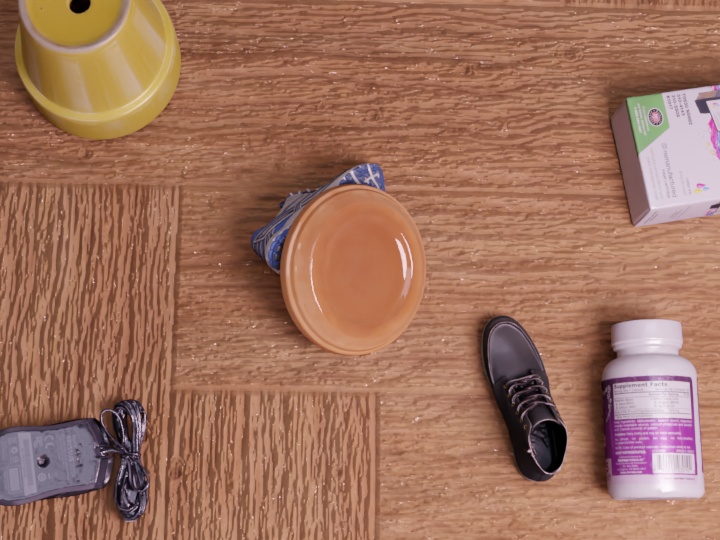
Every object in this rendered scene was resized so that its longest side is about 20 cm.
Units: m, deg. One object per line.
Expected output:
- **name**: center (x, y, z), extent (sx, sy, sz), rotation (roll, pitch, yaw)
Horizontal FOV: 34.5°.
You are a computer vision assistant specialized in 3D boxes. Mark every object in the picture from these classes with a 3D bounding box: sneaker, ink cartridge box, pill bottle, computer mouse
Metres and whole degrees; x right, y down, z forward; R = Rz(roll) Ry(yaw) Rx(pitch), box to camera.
- **sneaker**: center (-0.054, -0.075, 1.403), extent (0.199, 0.078, 0.085), rotation (-37, 38, -29)
- **ink cartridge box**: center (0.427, -0.147, 1.436), extent (0.197, 0.084, 0.147), rotation (-9, 78, -5)
- **pill bottle**: center (0.337, 0.163, 1.350), extent (0.110, 0.112, 0.203), rotation (0, 77, -2)
- **computer mouse**: center (-0.346, 0.226, 1.342), extent (0.197, 0.053, 0.141), rotation (-2, 78, -14)
- **sneaker**: center (0.198, 0.142, 1.351), extent (0.074, 0.106, 0.203), rotation (-16, 79, -6)

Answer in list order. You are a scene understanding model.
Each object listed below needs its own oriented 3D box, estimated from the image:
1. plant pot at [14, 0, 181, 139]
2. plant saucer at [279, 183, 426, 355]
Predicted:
- **plant pot**: center (-0.321, -0.281, 1.382), extent (0.198, 0.189, 0.204), rotation (1, 78, -3)
- **plant saucer**: center (0.000, 0.000, 1.359), extent (0.198, 0.037, 0.203), rotation (-2, 93, -32)
